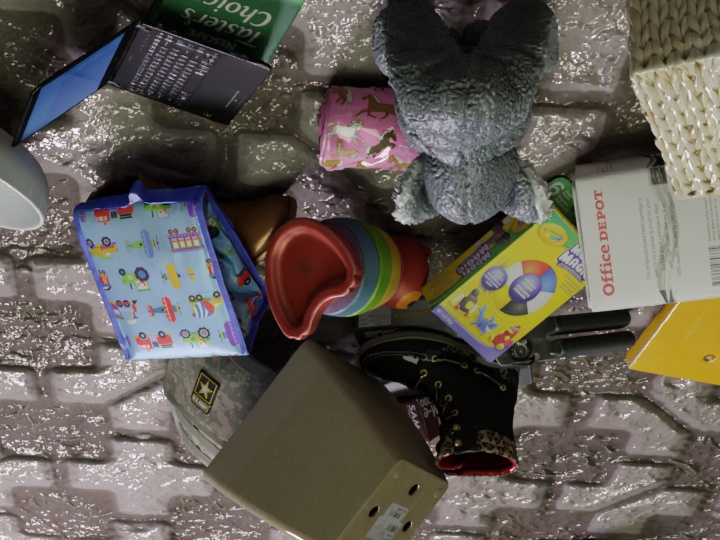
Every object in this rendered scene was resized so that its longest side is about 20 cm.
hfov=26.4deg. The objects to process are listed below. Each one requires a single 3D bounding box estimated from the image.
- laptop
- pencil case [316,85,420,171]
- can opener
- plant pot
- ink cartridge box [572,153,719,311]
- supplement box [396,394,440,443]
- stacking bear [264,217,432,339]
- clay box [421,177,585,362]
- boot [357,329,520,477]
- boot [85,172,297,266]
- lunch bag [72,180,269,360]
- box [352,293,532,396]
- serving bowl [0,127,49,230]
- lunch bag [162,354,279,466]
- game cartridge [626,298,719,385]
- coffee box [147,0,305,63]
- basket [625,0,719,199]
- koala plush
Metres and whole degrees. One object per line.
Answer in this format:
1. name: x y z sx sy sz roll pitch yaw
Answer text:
1. laptop: -0.208 -0.154 1.439 0.199 0.104 0.177 18 164 -15
2. pencil case: 0.056 -0.135 1.528 0.199 0.083 0.087 4 167 -6
3. can opener: 0.226 0.081 1.798 0.199 0.054 0.067 -4 167 -29
4. plant pot: -0.020 0.231 1.760 0.200 0.177 0.200 -53 146 1
5. ink cartridge box: 0.326 -0.047 1.587 0.199 0.084 0.146 -7 104 10
6. supplement box: 0.008 0.207 1.962 0.199 0.061 0.109 -16 178 21
7. stacking bear: 0.000 0.000 1.658 0.121 0.114 0.199 -45 154 29
8. clay box: 0.179 -0.001 1.674 0.200 0.048 0.115 -40 126 14
9. boot: 0.095 0.155 1.773 0.199 0.151 0.073 11 142 -16
10. boot: -0.182 -0.065 1.644 0.199 0.077 0.155 -17 136 34
11. lunch bag: -0.203 -0.008 1.600 0.150 0.094 0.201 -4 131 21
12. box: 0.101 0.086 1.850 0.199 0.049 0.159 -6 142 9
13. serving bowl: -0.399 -0.115 1.543 0.199 0.066 0.200 19 161 7
14. lunch bag: -0.152 0.165 1.851 0.117 0.164 0.201 -36 141 -26
15. game cartridge: 0.439 0.068 1.841 0.175 0.033 0.200 11 140 -13
16. coffee box: -0.107 -0.265 1.385 0.122 0.044 0.200 17 141 -21
17. basket: 0.331 -0.193 1.350 0.160 0.201 0.198 -12 141 19
18. koala plush: 0.097 -0.125 1.417 0.176 0.184 0.201 0 125 4
